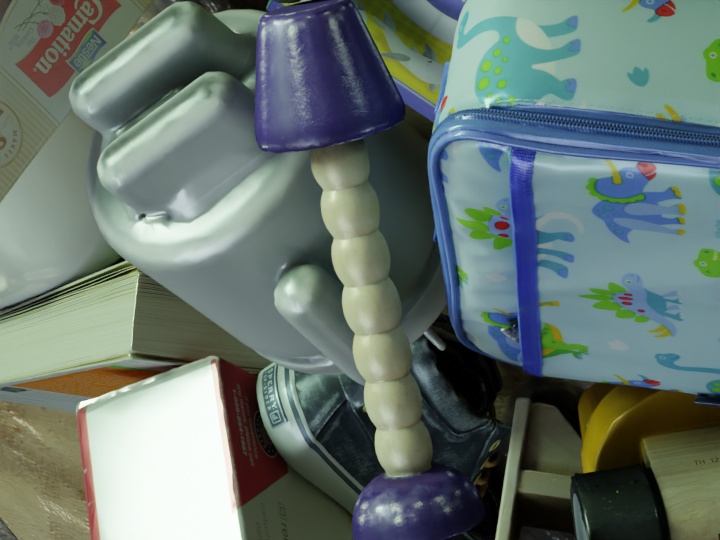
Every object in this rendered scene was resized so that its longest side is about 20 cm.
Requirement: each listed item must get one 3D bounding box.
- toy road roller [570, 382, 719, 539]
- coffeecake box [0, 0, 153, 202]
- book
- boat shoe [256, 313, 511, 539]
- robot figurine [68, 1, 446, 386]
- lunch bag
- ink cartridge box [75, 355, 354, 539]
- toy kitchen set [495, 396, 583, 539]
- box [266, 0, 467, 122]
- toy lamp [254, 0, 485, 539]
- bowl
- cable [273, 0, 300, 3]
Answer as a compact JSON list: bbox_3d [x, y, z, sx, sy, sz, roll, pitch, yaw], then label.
[{"bbox_3d":[0.147,0.122,1.131,0.123,0.146,0.200,-10,119,-1],"label":"toy road roller"},{"bbox_3d":[-0.187,-0.139,1.096,0.200,0.154,0.073,44,151,-20],"label":"coffeecake box"},{"bbox_3d":[-0.099,0.045,1.365,0.134,0.048,0.200,13,164,-31],"label":"book"},{"bbox_3d":[0.040,0.084,1.305,0.091,0.071,0.200,-22,147,21],"label":"boat shoe"},{"bbox_3d":[-0.031,-0.028,1.124,0.113,0.170,0.200,-32,142,16],"label":"robot figurine"},{"bbox_3d":[0.103,-0.024,0.996,0.161,0.082,0.200,9,155,7],"label":"lunch bag"},{"bbox_3d":[-0.038,0.141,1.311,0.083,0.145,0.200,-22,153,23],"label":"ink cartridge box"},{"bbox_3d":[0.148,0.156,1.261,0.180,0.163,0.200,6,163,8],"label":"toy kitchen set"},{"bbox_3d":[0.047,-0.120,0.994,0.117,0.048,0.200,34,151,-1],"label":"box"},{"bbox_3d":[0.000,0.000,1.029,0.058,0.058,0.200,1,105,46],"label":"toy lamp"},{"bbox_3d":[-0.218,-0.051,1.360,0.200,0.075,0.200,45,152,-19],"label":"bowl"},{"bbox_3d":[-0.046,-0.186,0.968,0.097,0.050,0.200,-2,131,47],"label":"cable"}]
